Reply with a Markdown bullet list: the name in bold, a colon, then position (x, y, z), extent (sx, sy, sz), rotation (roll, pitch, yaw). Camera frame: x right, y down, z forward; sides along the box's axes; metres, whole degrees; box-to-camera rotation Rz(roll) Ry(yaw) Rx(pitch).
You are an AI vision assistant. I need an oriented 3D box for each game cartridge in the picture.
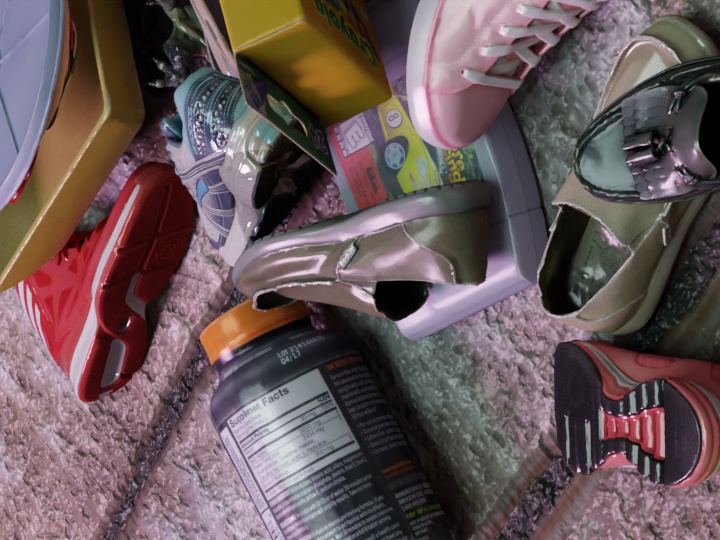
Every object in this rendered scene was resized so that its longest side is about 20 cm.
- **game cartridge**: position (0.040, -0.070, 1.650), extent (0.133, 0.041, 0.201), rotation (-27, 83, 41)

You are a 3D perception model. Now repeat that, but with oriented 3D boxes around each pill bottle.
- **pill bottle**: position (-0.027, 0.111, 1.719), extent (0.106, 0.106, 0.201), rotation (-38, 75, 43)

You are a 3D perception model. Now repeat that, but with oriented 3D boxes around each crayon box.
- **crayon box**: position (-0.042, -0.171, 1.593), extent (0.051, 0.126, 0.201), rotation (-23, 64, 17)

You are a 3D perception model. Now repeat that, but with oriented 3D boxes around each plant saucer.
- **plant saucer**: position (-0.204, -0.114, 1.826), extent (0.200, 0.048, 0.201), rotation (-52, 40, 40)

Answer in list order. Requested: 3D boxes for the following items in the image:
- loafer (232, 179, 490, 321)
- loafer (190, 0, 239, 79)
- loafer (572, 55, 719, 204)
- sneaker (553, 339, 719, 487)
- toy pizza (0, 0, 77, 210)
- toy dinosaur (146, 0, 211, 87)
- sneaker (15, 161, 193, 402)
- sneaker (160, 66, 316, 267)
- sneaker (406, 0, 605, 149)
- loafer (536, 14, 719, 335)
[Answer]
- **loafer**: position (0.000, 0.000, 1.631), extent (0.199, 0.075, 0.070), rotation (-18, 85, 45)
- **loafer**: position (-0.089, -0.202, 1.678), extent (0.063, 0.072, 0.201), rotation (68, -179, -78)
- **loafer**: position (0.198, -0.081, 1.430), extent (0.199, 0.063, 0.072), rotation (-16, 90, 25)
- **sneaker**: position (0.176, 0.083, 1.539), extent (0.200, 0.086, 0.074), rotation (-160, 68, -66)
- **toy pizza**: position (-0.231, -0.130, 1.799), extent (0.200, 0.032, 0.201), rotation (-30, 54, 54)
- **toy dinosaur**: position (-0.111, -0.154, 1.740), extent (0.047, 0.088, 0.201), rotation (-34, 78, 20)
- **sneaker**: position (-0.190, -0.014, 1.862), extent (0.115, 0.078, 0.201), rotation (42, 127, 26)
- **sneaker**: position (-0.080, -0.072, 1.689), extent (0.086, 0.078, 0.200), rotation (37, 160, 9)
- **sneaker**: position (0.097, -0.152, 1.526), extent (0.104, 0.075, 0.201), rotation (28, 106, 36)
- **loafer**: position (0.151, -0.046, 1.523), extent (0.076, 0.068, 0.201), rotation (32, 122, 34)
